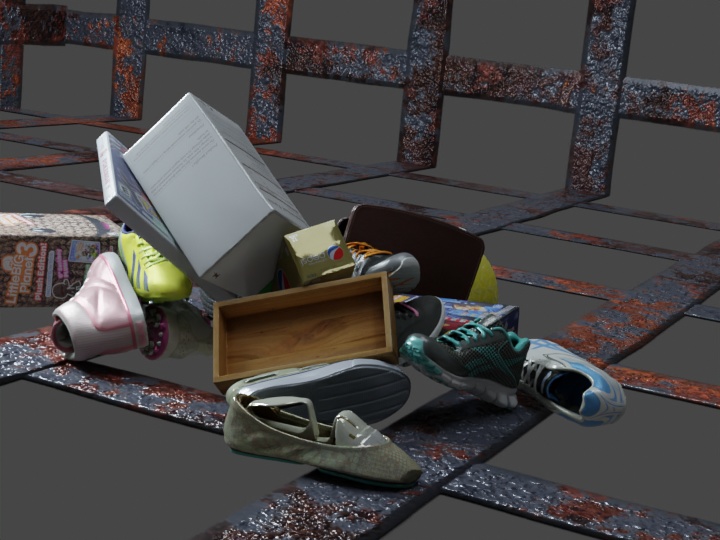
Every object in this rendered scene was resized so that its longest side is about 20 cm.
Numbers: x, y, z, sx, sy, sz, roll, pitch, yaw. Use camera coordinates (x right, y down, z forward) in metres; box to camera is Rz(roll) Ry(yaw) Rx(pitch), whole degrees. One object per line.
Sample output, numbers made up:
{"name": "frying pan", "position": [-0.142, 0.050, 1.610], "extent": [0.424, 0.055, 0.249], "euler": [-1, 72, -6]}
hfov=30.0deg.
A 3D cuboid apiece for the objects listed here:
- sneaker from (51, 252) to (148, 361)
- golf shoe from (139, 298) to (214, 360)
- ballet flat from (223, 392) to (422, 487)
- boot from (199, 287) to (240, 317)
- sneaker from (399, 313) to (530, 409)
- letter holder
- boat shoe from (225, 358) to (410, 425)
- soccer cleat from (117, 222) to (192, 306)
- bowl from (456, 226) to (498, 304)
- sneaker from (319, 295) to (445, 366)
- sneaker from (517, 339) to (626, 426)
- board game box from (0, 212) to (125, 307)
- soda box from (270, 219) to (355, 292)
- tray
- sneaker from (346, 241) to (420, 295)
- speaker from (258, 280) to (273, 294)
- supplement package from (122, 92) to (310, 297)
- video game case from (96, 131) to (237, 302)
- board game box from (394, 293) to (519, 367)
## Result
{"name": "sneaker", "position": [-0.316, 0.042, 1.563], "extent": [0.104, 0.076, 0.200], "euler": [-16, 28, -14]}
{"name": "golf shoe", "position": [-0.236, 0.061, 1.632], "extent": [0.091, 0.076, 0.200], "euler": [9, 17, -27]}
{"name": "ballet flat", "position": [-0.037, 0.156, 1.262], "extent": [0.198, 0.063, 0.067], "euler": [9, 12, 13]}
{"name": "boot", "position": [-0.121, 0.045, 1.793], "extent": [0.131, 0.070, 0.200], "euler": [4, 18, -39]}
{"name": "sneaker", "position": [0.119, 0.086, 1.476], "extent": [0.077, 0.092, 0.199], "euler": [26, 2, 40]}
{"name": "letter holder", "position": [0.053, -0.018, 1.847], "extent": [0.198, 0.143, 0.101], "euler": [15, 11, -19]}
{"name": "boat shoe", "position": [-0.044, 0.123, 1.396], "extent": [0.198, 0.073, 0.062], "euler": [-3, 19, -26]}
{"name": "soccer cleat", "position": [-0.249, -0.019, 1.595], "extent": [0.064, 0.085, 0.200], "euler": [-5, 22, -22]}
{"name": "bowl", "position": [0.119, -0.012, 2.047], "extent": [0.198, 0.109, 0.200], "euler": [6, 11, -1]}
{"name": "sneaker", "position": [0.026, 0.054, 1.540], "extent": [0.070, 0.100, 0.199], "euler": [23, 42, 40]}
{"name": "sneaker", "position": [0.217, 0.122, 1.528], "extent": [0.072, 0.073, 0.199], "euler": [16, 4, -36]}
{"name": "board game box", "position": [-0.425, -0.016, 1.813], "extent": [0.198, 0.098, 0.159], "euler": [0, 13, -27]}
{"name": "soda box", "position": [-0.062, 0.025, 1.568], "extent": [0.067, 0.064, 0.200], "euler": [-18, -25, -19]}
{"name": "tray", "position": [-0.061, 0.069, 1.456], "extent": [0.198, 0.099, 0.037], "euler": [-10, -32, 10]}
{"name": "sneaker", "position": [0.000, 0.000, 1.625], "extent": [0.078, 0.078, 0.199], "euler": [-1, -10, -35]}
{"name": "speaker", "position": [-0.120, -0.019, 1.717], "extent": [0.087, 0.089, 0.200], "euler": [6, 14, 0]}
{"name": "supplement package", "position": [-0.164, -0.086, 1.568], "extent": [0.201, 0.117, 0.117], "euler": [55, 11, 27]}
{"name": "video game case", "position": [-0.230, -0.062, 1.591], "extent": [0.200, 0.023, 0.183], "euler": [43, 12, -30]}
{"name": "board game box", "position": [0.075, 0.078, 1.701], "extent": [0.198, 0.062, 0.200], "euler": [9, 14, 25]}
